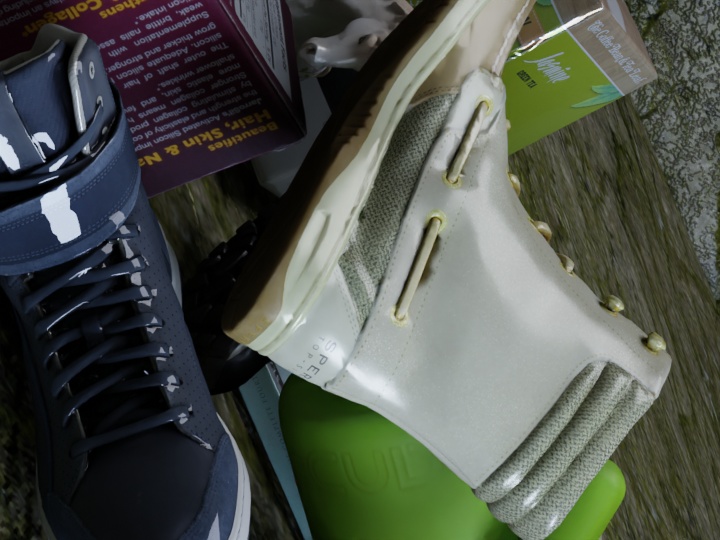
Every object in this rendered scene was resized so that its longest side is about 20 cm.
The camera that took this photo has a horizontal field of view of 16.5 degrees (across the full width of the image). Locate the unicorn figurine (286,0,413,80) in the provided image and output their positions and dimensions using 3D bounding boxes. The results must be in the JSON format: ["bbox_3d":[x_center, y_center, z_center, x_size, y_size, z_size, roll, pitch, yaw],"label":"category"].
[{"bbox_3d":[-0.039,-0.116,1.127,0.200,0.137,0.074,-87,-166,-85],"label":"unicorn figurine"}]

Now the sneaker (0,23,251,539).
[{"bbox_3d":[-0.099,0.009,0.845,0.203,0.077,0.147,-111,-179,-45],"label":"sneaker"}]

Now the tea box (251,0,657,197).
[{"bbox_3d":[0.019,-0.157,1.286,0.201,0.196,0.134,66,12,18],"label":"tea box"}]

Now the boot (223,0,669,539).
[{"bbox_3d":[0.055,-0.014,0.946,0.154,0.072,0.201,36,61,-10],"label":"boot"}]

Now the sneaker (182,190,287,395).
[{"bbox_3d":[0.000,0.000,1.101,0.200,0.075,0.088,-48,121,-30],"label":"sneaker"}]

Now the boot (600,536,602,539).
[{"bbox_3d":[0.063,0.118,1.210,0.155,0.072,0.201,45,26,-53],"label":"boot"}]

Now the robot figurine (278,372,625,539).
[{"bbox_3d":[0.034,0.095,1.040,0.175,0.115,0.201,17,-54,61],"label":"robot figurine"}]

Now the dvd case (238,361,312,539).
[{"bbox_3d":[-0.018,0.064,1.224,0.200,0.022,0.147,-50,118,-74],"label":"dvd case"}]

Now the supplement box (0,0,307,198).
[{"bbox_3d":[-0.112,-0.123,0.946,0.086,0.110,0.200,-97,161,-46],"label":"supplement box"}]
